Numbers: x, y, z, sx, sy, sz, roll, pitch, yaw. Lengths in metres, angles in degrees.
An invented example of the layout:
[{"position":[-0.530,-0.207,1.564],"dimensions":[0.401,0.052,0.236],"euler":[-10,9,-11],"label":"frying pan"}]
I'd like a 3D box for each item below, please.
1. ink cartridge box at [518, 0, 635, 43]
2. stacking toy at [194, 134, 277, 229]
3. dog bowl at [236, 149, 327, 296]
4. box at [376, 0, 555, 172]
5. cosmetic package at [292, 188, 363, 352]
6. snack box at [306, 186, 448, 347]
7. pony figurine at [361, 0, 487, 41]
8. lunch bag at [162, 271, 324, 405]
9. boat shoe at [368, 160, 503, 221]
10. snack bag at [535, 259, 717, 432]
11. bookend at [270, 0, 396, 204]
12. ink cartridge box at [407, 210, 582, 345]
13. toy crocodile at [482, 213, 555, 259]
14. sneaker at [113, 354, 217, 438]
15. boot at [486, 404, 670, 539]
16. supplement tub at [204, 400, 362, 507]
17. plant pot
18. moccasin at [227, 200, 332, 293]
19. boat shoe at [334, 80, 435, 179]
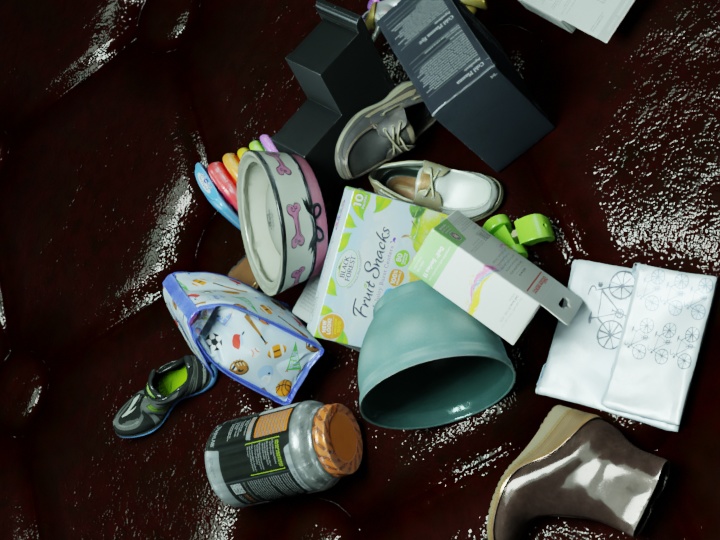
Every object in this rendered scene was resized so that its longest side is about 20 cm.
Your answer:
[{"position":[0.329,-0.413,1.599],"dimensions":[0.176,0.045,0.201],"euler":[39,98,38],"label":"ink cartridge box"},{"position":[-0.145,-0.163,1.822],"dimensions":[0.199,0.110,0.116],"euler":[-38,53,5],"label":"stacking toy"},{"position":[-0.106,-0.070,1.632],"dimensions":[0.200,0.073,0.203],"euler":[169,90,-70],"label":"dog bowl"},{"position":[0.141,-0.259,1.580],"dimensions":[0.104,0.199,0.183],"euler":[-38,56,16],"label":"box"},{"position":[0.000,0.000,1.670],"dimensions":[0.101,0.071,0.201],"euler":[31,93,39],"label":"cosmetic package"},{"position":[0.023,0.003,1.586],"dimensions":[0.053,0.141,0.202],"euler":[-144,68,-73],"label":"snack box"},{"position":[0.081,-0.431,1.729],"dimensions":[0.198,0.166,0.196],"euler":[-9,76,16],"label":"pony figurine"},{"position":[-0.177,0.082,1.657],"dimensions":[0.125,0.199,0.170],"euler":[-57,29,3],"label":"lunch bag"},{"position":[0.099,-0.111,1.641],"dimensions":[0.198,0.068,0.076],"euler":[5,77,36],"label":"boat shoe"},{"position":[0.320,0.081,1.452],"dimensions":[0.198,0.021,0.191],"euler":[13,82,37],"label":"snack bag"},{"position":[-0.056,-0.232,1.676],"dimensions":[0.092,0.199,0.200],"euler":[30,73,37],"label":"bookend"},{"position":[0.168,0.018,1.467],"dimensions":[0.199,0.117,0.068],"euler":[36,113,8],"label":"ink cartridge box"},{"position":[0.167,-0.009,1.571],"dimensions":[0.200,0.061,0.068],"euler":[-41,56,22],"label":"toy crocodile"},{"position":[-0.309,0.184,1.815],"dimensions":[0.199,0.082,0.071],"euler":[-36,57,20],"label":"sneaker"},{"position":[0.252,0.271,1.402],"dimensions":[0.166,0.072,0.201],"euler":[29,88,40],"label":"boot"},{"position":[-0.104,0.249,1.626],"dimensions":[0.198,0.122,0.124],"euler":[-16,65,30],"label":"supplement tub"},{"position":[0.085,0.097,1.503],"dimensions":[0.199,0.200,0.135],"euler":[-27,56,24],"label":"plant pot"},{"position":[-0.112,-0.029,1.760],"dimensions":[0.201,0.074,0.078],"euler":[-44,69,10],"label":"moccasin"},{"position":[0.043,-0.199,1.658],"dimensions":[0.073,0.075,0.200],"euler":[14,52,46],"label":"boat shoe"}]
